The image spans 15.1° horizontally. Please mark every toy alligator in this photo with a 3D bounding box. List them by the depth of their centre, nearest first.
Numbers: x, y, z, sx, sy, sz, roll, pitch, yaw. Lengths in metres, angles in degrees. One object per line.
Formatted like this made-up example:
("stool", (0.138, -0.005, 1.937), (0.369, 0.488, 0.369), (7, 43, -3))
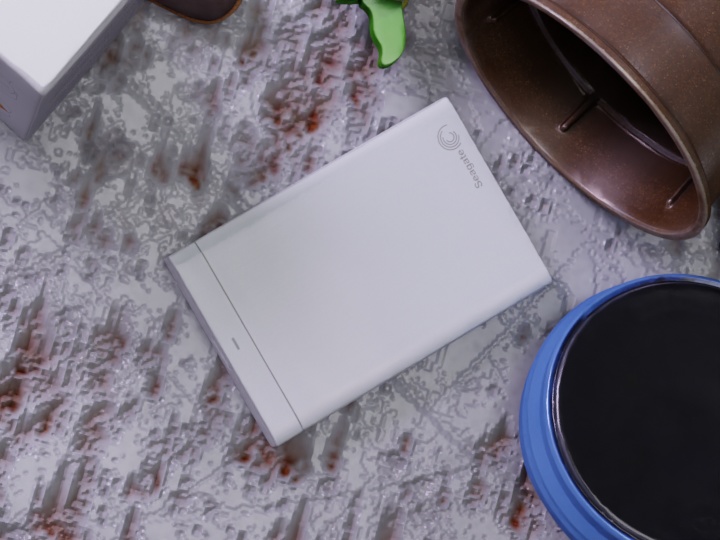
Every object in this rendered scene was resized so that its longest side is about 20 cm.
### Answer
("toy alligator", (0.020, -0.224, 1.661), (0.054, 0.059, 0.200), (15, 82, -9))

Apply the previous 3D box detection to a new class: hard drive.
("hard drive", (0.000, 0.000, 1.655), (0.200, 0.027, 0.132), (-30, 92, -12))

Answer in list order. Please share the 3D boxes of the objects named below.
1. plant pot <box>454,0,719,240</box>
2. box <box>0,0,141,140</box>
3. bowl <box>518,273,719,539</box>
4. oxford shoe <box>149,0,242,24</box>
("plant pot", (0.195, -0.157, 1.625), (0.198, 0.200, 0.200), (-44, 94, -15))
("box", (-0.208, -0.172, 1.541), (0.152, 0.200, 0.106), (40, 81, -5))
("bowl", (0.197, 0.094, 1.650), (0.200, 0.039, 0.201), (4, 66, -10))
("oxford shoe", (-0.145, -0.210, 1.603), (0.200, 0.073, 0.071), (40, 103, -22))
